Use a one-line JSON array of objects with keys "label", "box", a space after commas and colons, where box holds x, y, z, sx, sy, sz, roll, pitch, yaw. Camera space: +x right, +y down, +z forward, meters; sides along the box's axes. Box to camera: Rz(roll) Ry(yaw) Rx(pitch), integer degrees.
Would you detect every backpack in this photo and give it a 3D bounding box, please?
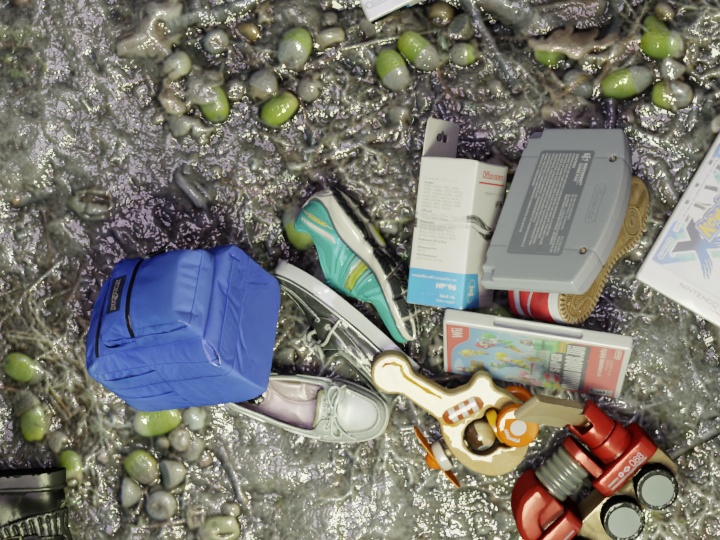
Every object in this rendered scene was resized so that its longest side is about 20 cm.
[{"label": "backpack", "box": [-0.211, 0.057, 1.693, 0.199, 0.168, 0.163, -13, 51, 32]}]

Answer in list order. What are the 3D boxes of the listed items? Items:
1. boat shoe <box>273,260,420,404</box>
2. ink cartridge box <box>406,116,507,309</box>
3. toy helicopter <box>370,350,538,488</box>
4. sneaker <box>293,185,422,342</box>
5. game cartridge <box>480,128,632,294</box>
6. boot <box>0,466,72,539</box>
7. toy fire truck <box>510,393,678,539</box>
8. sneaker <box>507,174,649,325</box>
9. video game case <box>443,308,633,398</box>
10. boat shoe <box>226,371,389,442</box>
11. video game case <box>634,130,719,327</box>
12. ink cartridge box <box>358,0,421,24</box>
[{"label": "boat shoe", "box": [-0.029, 0.072, 1.732, 0.199, 0.074, 0.068, 41, 82, -5]}, {"label": "ink cartridge box", "box": [0.109, -0.062, 1.681, 0.068, 0.116, 0.201, 7, 94, 21]}, {"label": "toy helicopter", "box": [0.093, 0.160, 1.704, 0.200, 0.079, 0.133, 32, 104, -6]}, {"label": "sneaker", "box": [0.000, 0.000, 1.735, 0.080, 0.077, 0.200, -39, 79, 21]}, {"label": "game cartridge", "box": [0.217, -0.064, 1.644, 0.133, 0.040, 0.201, 2, 59, 37]}, {"label": "boot", "box": [-0.433, 0.315, 1.794, 0.210, 0.079, 0.159, -4, 92, 7]}, {"label": "toy fire truck", "box": [0.220, 0.215, 1.656, 0.200, 0.129, 0.176, 44, 98, -8]}, {"label": "sneaker", "box": [0.234, -0.026, 1.695, 0.071, 0.112, 0.200, 48, 63, -26]}, {"label": "video game case", "box": [0.189, 0.092, 1.673, 0.199, 0.143, 0.018, 9, 65, 8]}, {"label": "boat shoe", "box": [-0.068, 0.152, 1.744, 0.201, 0.065, 0.075, 15, 94, 7]}, {"label": "video game case", "box": [0.430, -0.033, 1.690, 0.182, 0.022, 0.201, 30, 96, 5]}, {"label": "ink cartridge box", "box": [0.014, -0.388, 1.725, 0.099, 0.039, 0.201, -23, 90, 8]}]
